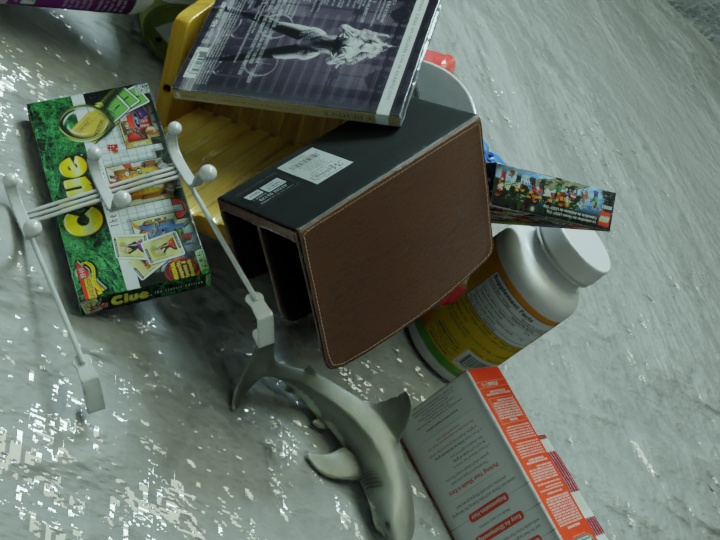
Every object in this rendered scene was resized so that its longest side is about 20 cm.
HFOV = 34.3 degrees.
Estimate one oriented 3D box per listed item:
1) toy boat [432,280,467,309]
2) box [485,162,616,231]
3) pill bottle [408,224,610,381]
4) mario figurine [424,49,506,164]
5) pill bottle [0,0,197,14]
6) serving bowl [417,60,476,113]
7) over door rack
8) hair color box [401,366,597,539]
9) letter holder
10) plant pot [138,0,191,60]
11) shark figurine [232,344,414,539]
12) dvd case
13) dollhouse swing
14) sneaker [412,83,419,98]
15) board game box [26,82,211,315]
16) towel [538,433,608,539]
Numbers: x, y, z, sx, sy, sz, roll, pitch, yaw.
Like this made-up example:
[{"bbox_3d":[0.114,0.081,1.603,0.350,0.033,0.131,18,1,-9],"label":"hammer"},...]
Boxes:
[{"bbox_3d":[0.000,0.000,1.099,0.130,0.131,0.200,23,7,-40],"label":"toy boat"},{"bbox_3d":[0.121,-0.070,1.095,0.136,0.200,0.038,11,89,-29],"label":"box"},{"bbox_3d":[0.153,0.023,1.199,0.111,0.200,0.111,36,32,-27],"label":"pill bottle"},{"bbox_3d":[0.090,-0.166,1.369,0.200,0.106,0.123,55,-15,-9],"label":"mario figurine"},{"bbox_3d":[-0.241,-0.287,1.037,0.199,0.112,0.113,-1,53,-27],"label":"pill bottle"},{"bbox_3d":[0.030,-0.135,1.264,0.066,0.199,0.201,72,0,-56],"label":"serving bowl"},{"bbox_3d":[-0.164,-0.016,0.859,0.147,0.067,0.201,-20,63,-18],"label":"over door rack"},{"bbox_3d":[0.124,0.198,1.060,0.061,0.101,0.201,1,56,-54],"label":"hair color box"},{"bbox_3d":[0.005,-0.032,0.948,0.200,0.100,0.143,-34,128,-31],"label":"letter holder"},{"bbox_3d":[-0.156,-0.310,1.204,0.187,0.187,0.201,32,49,-30],"label":"plant pot"},{"bbox_3d":[-0.006,0.118,0.988,0.215,0.089,0.128,48,27,-8],"label":"shark figurine"},{"bbox_3d":[-0.043,-0.190,0.993,0.016,0.199,0.149,79,24,-52],"label":"dvd case"},{"bbox_3d":[-0.101,-0.141,1.008,0.199,0.183,0.176,22,19,19],"label":"dollhouse swing"},{"bbox_3d":[0.014,-0.146,1.154,0.200,0.087,0.074,-33,126,-48],"label":"sneaker"},{"bbox_3d":[-0.196,-0.063,0.937,0.104,0.024,0.201,-15,61,-14],"label":"board game box"},{"bbox_3d":[0.194,0.260,1.171,0.144,0.023,0.201,2,52,-51],"label":"towel"}]
